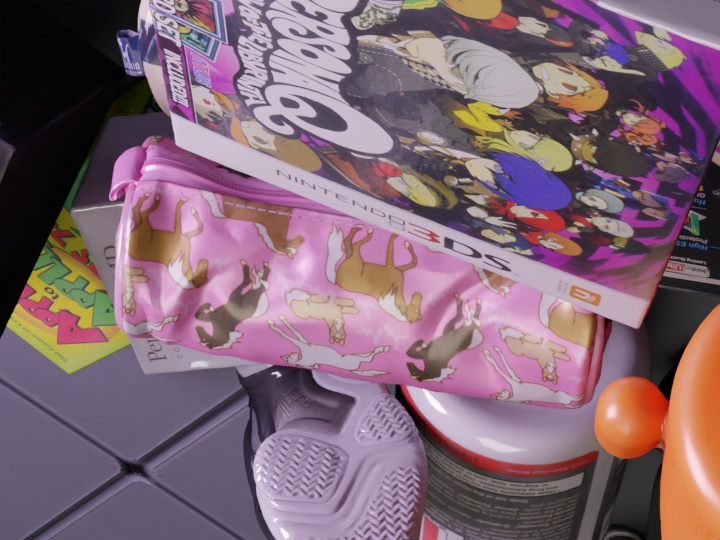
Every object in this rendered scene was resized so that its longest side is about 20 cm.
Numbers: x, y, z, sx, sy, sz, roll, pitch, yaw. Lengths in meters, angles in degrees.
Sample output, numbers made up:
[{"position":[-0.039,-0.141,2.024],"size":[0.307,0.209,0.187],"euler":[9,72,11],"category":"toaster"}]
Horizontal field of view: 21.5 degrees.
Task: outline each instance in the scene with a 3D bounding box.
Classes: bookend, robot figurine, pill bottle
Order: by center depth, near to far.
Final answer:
[{"position":[0.159,0.072,0.654],"size":[0.142,0.118,0.200],"euler":[-15,152,0],"category":"robot figurine"},{"position":[-0.235,-0.054,0.825],"size":[0.199,0.092,0.199],"euler":[36,124,5],"category":"bookend"},{"position":[0.071,0.088,0.919],"size":[0.115,0.116,0.201],"euler":[18,145,10],"category":"pill bottle"}]

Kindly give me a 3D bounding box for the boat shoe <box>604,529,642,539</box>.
[{"position":[0.135,0.187,1.052],"size":[0.074,0.087,0.202],"euler":[32,175,-19],"category":"boat shoe"}]

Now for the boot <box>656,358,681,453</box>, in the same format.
[{"position":[0.255,0.094,0.883],"size":[0.187,0.069,0.200],"euler":[-22,132,38],"category":"boot"}]

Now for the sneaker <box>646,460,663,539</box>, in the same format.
[{"position":[0.203,0.179,0.915],"size":[0.076,0.202,0.114],"euler":[2,166,-42],"category":"sneaker"}]

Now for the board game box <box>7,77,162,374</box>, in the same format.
[{"position":[-0.128,-0.017,0.965],"size":[0.101,0.048,0.199],"euler":[40,143,-21],"category":"board game box"}]

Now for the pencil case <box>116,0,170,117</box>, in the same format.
[{"position":[-0.004,-0.087,0.731],"size":[0.199,0.078,0.090],"euler":[12,152,43],"category":"pencil case"}]

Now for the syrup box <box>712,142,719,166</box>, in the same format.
[{"position":[0.068,-0.122,0.568],"size":[0.199,0.079,0.081],"euler":[32,141,-16],"category":"syrup box"}]

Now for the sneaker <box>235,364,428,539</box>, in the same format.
[{"position":[-0.012,0.100,0.873],"size":[0.075,0.201,0.115],"euler":[-10,130,-6],"category":"sneaker"}]

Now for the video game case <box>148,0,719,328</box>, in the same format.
[{"position":[0.021,-0.062,0.577],"size":[0.180,0.036,0.200],"euler":[22,159,7],"category":"video game case"}]

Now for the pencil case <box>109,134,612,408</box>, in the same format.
[{"position":[0.000,0.000,0.737],"size":[0.198,0.088,0.083],"euler":[7,-174,8],"category":"pencil case"}]

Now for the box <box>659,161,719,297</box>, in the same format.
[{"position":[0.188,-0.047,0.729],"size":[0.198,0.046,0.160],"euler":[10,143,21],"category":"box"}]

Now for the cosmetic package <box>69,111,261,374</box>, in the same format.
[{"position":[-0.014,-0.019,0.823],"size":[0.198,0.074,0.102],"euler":[-8,128,17],"category":"cosmetic package"}]
